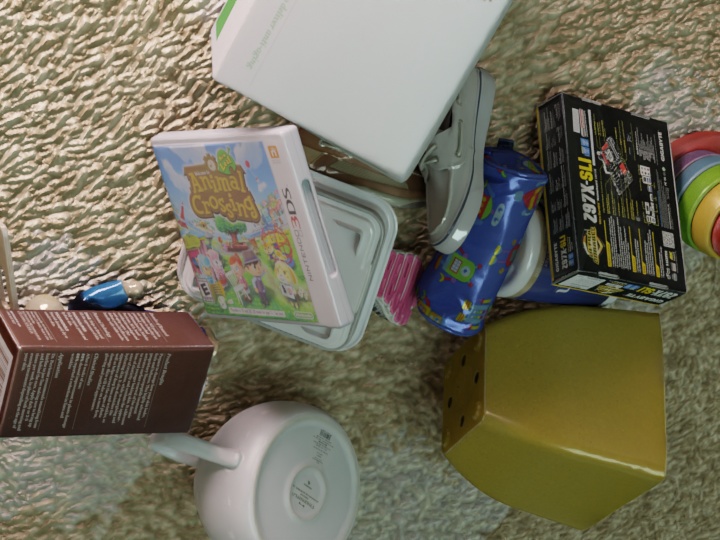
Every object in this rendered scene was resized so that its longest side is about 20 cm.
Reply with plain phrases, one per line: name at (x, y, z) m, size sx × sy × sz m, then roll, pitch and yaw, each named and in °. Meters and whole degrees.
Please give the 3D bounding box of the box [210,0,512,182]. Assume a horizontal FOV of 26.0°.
box at (-0.003, -0.225, 1.359) m, size 0.199 × 0.172 × 0.200 m, roll 26°, pitch 107°, yaw -17°

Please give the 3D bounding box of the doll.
doll at (-0.240, 0.070, 1.527) m, size 0.199 × 0.048 × 0.137 m, roll 22°, pitch 106°, yaw -38°

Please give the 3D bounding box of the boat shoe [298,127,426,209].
boat shoe at (0.014, -0.106, 1.545) m, size 0.199 × 0.076 × 0.072 m, roll 1°, pitch 110°, yaw -38°

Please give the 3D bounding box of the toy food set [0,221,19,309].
toy food set at (-0.409, 0.041, 1.405) m, size 0.199 × 0.060 × 0.144 m, roll -15°, pitch 126°, yaw -21°

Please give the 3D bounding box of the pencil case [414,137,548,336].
pencil case at (0.120, -0.033, 1.600) m, size 0.201 × 0.086 × 0.078 m, roll -69°, pitch 170°, yaw 21°

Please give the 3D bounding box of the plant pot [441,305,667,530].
plant pot at (0.199, 0.148, 1.707) m, size 0.199 × 0.197 × 0.194 m, roll 14°, pitch 150°, yaw -16°

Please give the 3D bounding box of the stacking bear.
stacking bear at (0.408, -0.059, 1.714) m, size 0.113 × 0.200 × 0.122 m, roll 4°, pitch 117°, yaw -31°

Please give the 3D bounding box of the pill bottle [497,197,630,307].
pill bottle at (0.227, -0.017, 1.696) m, size 0.199 × 0.111 × 0.112 m, roll 7°, pitch 115°, yaw -33°

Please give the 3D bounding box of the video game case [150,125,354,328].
video game case at (-0.100, -0.039, 1.399) m, size 0.022 × 0.199 × 0.183 m, roll -29°, pitch 111°, yaw -36°

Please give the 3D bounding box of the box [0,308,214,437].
box at (-0.246, 0.095, 1.457) m, size 0.199 × 0.075 × 0.101 m, roll 4°, pitch 117°, yaw -33°

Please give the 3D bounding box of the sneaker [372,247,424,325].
sneaker at (0.000, 0.000, 1.609) m, size 0.200 × 0.087 × 0.074 m, roll 31°, pitch 78°, yaw -61°

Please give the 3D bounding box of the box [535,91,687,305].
box at (0.264, -0.074, 1.641) m, size 0.159 × 0.202 × 0.049 m, roll 9°, pitch 158°, yaw -33°

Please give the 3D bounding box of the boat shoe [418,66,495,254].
boat shoe at (0.084, -0.117, 1.531) m, size 0.065 × 0.072 × 0.201 m, roll 20°, pitch 72°, yaw -26°

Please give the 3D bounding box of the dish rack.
dish rack at (-0.077, -0.016, 1.493) m, size 0.199 × 0.044 × 0.173 m, roll 20°, pitch 113°, yaw 5°

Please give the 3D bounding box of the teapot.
teapot at (-0.109, 0.226, 1.646) m, size 0.197 × 0.145 × 0.201 m, roll -27°, pitch 111°, yaw -44°
